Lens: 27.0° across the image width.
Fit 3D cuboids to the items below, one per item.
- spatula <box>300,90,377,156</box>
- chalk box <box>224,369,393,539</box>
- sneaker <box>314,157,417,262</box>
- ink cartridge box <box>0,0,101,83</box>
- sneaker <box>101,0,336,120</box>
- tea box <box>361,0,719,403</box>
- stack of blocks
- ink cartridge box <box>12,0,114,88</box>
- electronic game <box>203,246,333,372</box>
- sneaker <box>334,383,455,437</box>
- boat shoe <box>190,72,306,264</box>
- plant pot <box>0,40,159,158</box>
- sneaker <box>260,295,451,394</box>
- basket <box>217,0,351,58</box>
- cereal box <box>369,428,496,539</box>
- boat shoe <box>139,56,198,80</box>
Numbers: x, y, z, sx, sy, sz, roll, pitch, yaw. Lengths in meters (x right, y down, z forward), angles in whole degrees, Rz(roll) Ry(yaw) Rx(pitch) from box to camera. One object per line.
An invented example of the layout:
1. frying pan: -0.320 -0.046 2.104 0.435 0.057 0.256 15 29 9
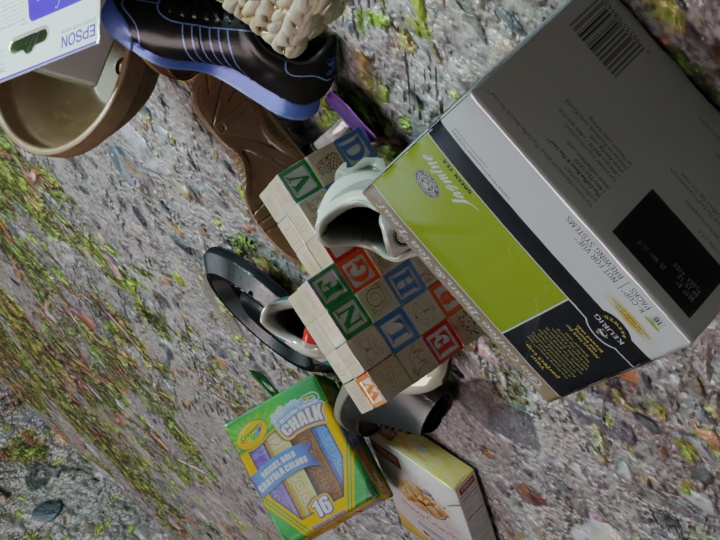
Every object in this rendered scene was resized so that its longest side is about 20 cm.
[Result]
1. spatula: -0.030 -0.116 1.318 0.057 0.021 0.200 47 159 -5
2. chalk box: -0.066 0.197 1.716 0.201 0.123 0.124 63 -173 11
3. sneaker: 0.057 -0.039 1.126 0.199 0.089 0.074 -4 123 27
4. ink cartridge box: -0.265 -0.258 1.247 0.197 0.043 0.202 -10 78 42
5. sneaker: -0.112 -0.197 1.221 0.199 0.070 0.078 23 135 -4
6. tea box: 0.137 -0.044 0.973 0.200 0.134 0.197 48 154 -3
7. stack of blocks: 0.000 0.000 1.227 0.201 0.115 0.059 58 156 2
8. ink cartridge box: -0.303 -0.274 1.366 0.199 0.146 0.084 30 -168 35
9. electronic game: -0.102 0.046 1.702 0.200 0.042 0.200 39 165 13
10. sneaker: 0.035 0.149 1.580 0.106 0.075 0.200 43 157 18
11. boat shoe: -0.081 -0.099 1.368 0.201 0.072 0.072 56 -167 1
12. plant pot: -0.258 -0.203 1.434 0.200 0.202 0.092 31 -167 35
13. sneaker: -0.011 0.072 1.461 0.199 0.071 0.093 20 -174 28
14. basket: -0.021 -0.254 0.827 0.161 0.198 0.200 44 158 0
15. cereal box: 0.088 0.264 1.733 0.144 0.040 0.201 30 153 38
16. boat shoe: -0.163 -0.233 1.294 0.067 0.072 0.201 37 154 26
